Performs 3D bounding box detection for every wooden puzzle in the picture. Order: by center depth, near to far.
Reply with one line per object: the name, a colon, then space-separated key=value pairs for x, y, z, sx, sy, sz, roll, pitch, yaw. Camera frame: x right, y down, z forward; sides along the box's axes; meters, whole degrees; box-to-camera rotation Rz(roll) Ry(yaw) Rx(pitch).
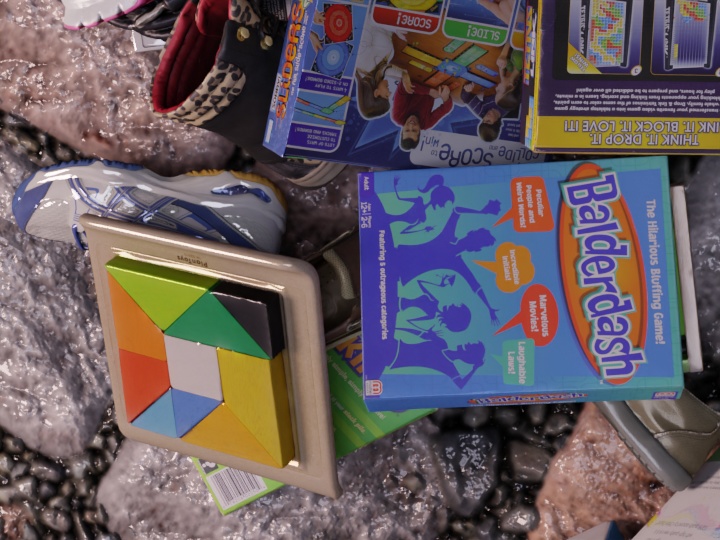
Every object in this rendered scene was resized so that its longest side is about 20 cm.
wooden puzzle: x=-0.104 y=0.062 z=1.185 sx=0.185 sy=0.037 sz=0.200 roll=12 pitch=127 yaw=28

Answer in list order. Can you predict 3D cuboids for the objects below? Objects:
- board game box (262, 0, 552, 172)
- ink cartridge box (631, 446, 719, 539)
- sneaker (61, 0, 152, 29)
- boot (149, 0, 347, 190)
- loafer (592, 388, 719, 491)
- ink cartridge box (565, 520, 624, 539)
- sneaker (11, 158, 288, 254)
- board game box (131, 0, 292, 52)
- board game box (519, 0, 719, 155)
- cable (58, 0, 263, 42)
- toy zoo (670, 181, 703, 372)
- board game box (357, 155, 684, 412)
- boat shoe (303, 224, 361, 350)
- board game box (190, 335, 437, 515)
board game box: x=0.045 y=-0.130 z=1.139 sx=0.200 sy=0.034 sz=0.135 roll=6 pitch=104 yaw=-29
ink cartridge box: x=0.235 y=0.191 z=1.122 sx=0.200 sy=0.145 sz=0.088 roll=-42 pitch=93 yaw=-12
sneaker: x=-0.114 y=-0.225 z=1.111 sx=0.200 sy=0.081 sz=0.088 roll=-20 pitch=102 yaw=13
boot: x=-0.036 y=-0.154 z=1.152 sx=0.200 sy=0.151 sz=0.073 roll=-52 pitch=46 yaw=20
loafer: x=0.169 y=0.053 z=1.171 sx=0.070 sy=0.075 sz=0.200 roll=-39 pitch=90 yaw=1
ink cartridge box: x=0.171 y=0.293 z=1.231 sx=0.116 sy=0.067 sz=0.200 roll=-28 pitch=93 yaw=14
sneaker: x=-0.153 y=-0.024 z=1.224 sx=0.200 sy=0.075 sz=0.088 roll=2 pitch=68 yaw=13
board game box: x=-0.106 y=-0.256 z=1.208 sx=0.126 sy=0.035 sz=0.200 roll=-5 pitch=99 yaw=13
board game box: x=0.206 y=-0.158 z=1.123 sx=0.200 sy=0.057 sz=0.165 roll=1 pitch=102 yaw=-6
cable: x=-0.124 y=-0.252 z=1.168 sx=0.163 sy=0.051 sz=0.200 roll=20 pitch=104 yaw=9
toy zoo: x=0.130 y=0.014 z=1.214 sx=0.200 sy=0.020 sz=0.131 roll=-5 pitch=99 yaw=12
board game box: x=0.100 y=0.009 z=1.117 sx=0.200 sy=0.045 sz=0.152 roll=-3 pitch=75 yaw=4
boat shoe: x=0.003 y=0.005 z=1.187 sx=0.202 sy=0.075 sz=0.075 roll=-36 pitch=77 yaw=14
board game box: x=-0.036 y=0.092 z=1.260 sx=0.200 sy=0.030 sz=0.096 roll=-28 pitch=92 yaw=18
